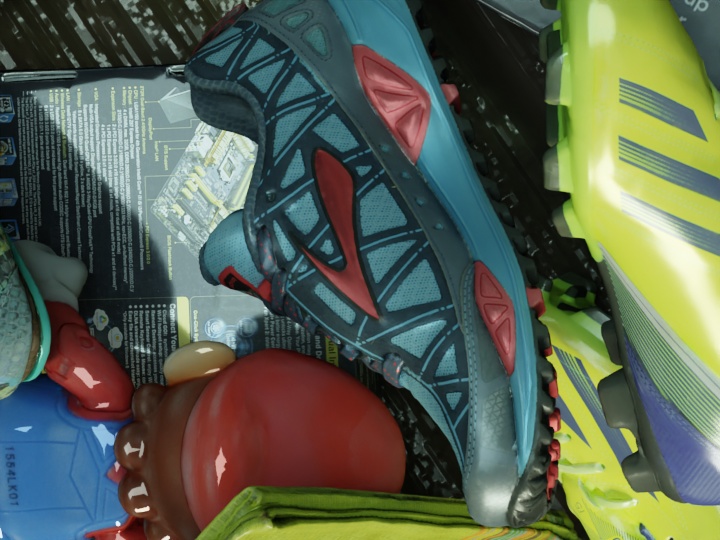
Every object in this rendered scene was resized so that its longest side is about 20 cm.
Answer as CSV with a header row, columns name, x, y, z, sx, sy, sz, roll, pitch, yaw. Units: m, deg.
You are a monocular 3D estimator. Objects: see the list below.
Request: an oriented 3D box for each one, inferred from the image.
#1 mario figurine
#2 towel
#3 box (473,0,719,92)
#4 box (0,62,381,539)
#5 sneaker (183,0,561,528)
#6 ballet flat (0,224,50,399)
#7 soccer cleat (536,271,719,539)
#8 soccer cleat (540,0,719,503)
name,x,y,z,sx,sy,sz,roll,pitch,yaw
mario figurine,-0.079,0.063,0.878,0.200,0.106,0.123,-1,135,19
towel,-0.003,0.106,0.841,0.086,0.200,0.018,-49,62,17
box,0.097,-0.167,0.840,0.197,0.117,0.200,30,100,7
box,-0.075,0.027,0.924,0.161,0.049,0.200,-2,94,13
sneaker,0.000,0.000,0.831,0.095,0.079,0.200,-20,63,-4
ballet flat,-0.166,-0.035,0.859,0.074,0.074,0.200,-45,49,11
soccer cleat,0.090,0.062,0.886,0.200,0.065,0.084,34,102,7
soccer cleat,0.103,-0.014,0.774,0.084,0.065,0.200,-9,127,13
